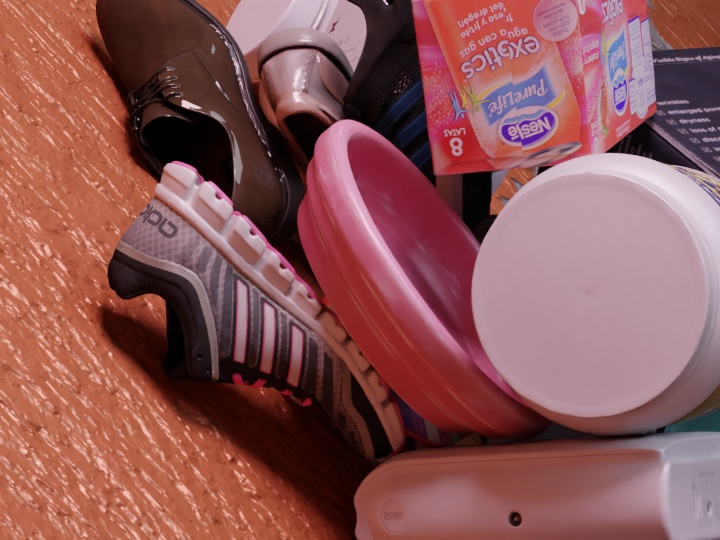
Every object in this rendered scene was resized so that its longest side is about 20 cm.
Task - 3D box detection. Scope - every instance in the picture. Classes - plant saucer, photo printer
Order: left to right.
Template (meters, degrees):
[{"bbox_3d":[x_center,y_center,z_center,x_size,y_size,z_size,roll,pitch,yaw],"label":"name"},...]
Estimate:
[{"bbox_3d":[0.031,0.013,1.350,0.201,0.051,0.201,48,16,-19],"label":"plant saucer"},{"bbox_3d":[0.106,0.126,1.342,0.166,0.199,0.070,3,82,-59],"label":"photo printer"}]

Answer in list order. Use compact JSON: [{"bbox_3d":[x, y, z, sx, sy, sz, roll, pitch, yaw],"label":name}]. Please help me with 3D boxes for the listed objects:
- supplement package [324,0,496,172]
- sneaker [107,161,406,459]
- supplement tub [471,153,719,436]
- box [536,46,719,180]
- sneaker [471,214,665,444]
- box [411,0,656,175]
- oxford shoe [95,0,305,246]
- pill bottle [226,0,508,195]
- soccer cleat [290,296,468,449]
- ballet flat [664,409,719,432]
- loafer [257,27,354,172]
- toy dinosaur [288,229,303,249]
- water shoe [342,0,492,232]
[{"bbox_3d":[0.064,-0.171,1.610,0.117,0.117,0.201,34,63,-26],"label":"supplement package"},{"bbox_3d":[-0.059,0.038,1.319,0.200,0.087,0.074,48,-2,-19],"label":"sneaker"},{"bbox_3d":[0.142,0.013,1.316,0.145,0.144,0.200,51,14,12],"label":"supplement tub"},{"bbox_3d":[0.248,-0.047,1.579,0.199,0.125,0.197,-6,35,-31],"label":"box"},{"bbox_3d":[0.128,0.062,1.476,0.075,0.115,0.202,-40,124,-66],"label":"sneaker"},{"bbox_3d":[0.104,-0.121,1.422,0.200,0.094,0.103,-37,121,-69],"label":"box"},{"bbox_3d":[-0.109,-0.106,1.501,0.201,0.073,0.084,55,23,22],"label":"oxford shoe"},{"bbox_3d":[0.004,-0.120,1.700,0.200,0.112,0.113,38,21,-25],"label":"pill bottle"},{"bbox_3d":[0.027,0.055,1.464,0.199,0.076,0.067,19,33,-53],"label":"soccer cleat"},{"bbox_3d":[0.181,0.102,1.558,0.062,0.199,0.068,-100,170,-69],"label":"ballet flat"},{"bbox_3d":[-0.008,-0.067,1.544,0.200,0.071,0.063,52,28,-46],"label":"loafer"},{"bbox_3d":[0.000,0.000,1.562,0.200,0.048,0.088,36,4,-21],"label":"toy dinosaur"},{"bbox_3d":[0.031,-0.092,1.483,0.071,0.078,0.202,-35,123,-67],"label":"water shoe"}]
